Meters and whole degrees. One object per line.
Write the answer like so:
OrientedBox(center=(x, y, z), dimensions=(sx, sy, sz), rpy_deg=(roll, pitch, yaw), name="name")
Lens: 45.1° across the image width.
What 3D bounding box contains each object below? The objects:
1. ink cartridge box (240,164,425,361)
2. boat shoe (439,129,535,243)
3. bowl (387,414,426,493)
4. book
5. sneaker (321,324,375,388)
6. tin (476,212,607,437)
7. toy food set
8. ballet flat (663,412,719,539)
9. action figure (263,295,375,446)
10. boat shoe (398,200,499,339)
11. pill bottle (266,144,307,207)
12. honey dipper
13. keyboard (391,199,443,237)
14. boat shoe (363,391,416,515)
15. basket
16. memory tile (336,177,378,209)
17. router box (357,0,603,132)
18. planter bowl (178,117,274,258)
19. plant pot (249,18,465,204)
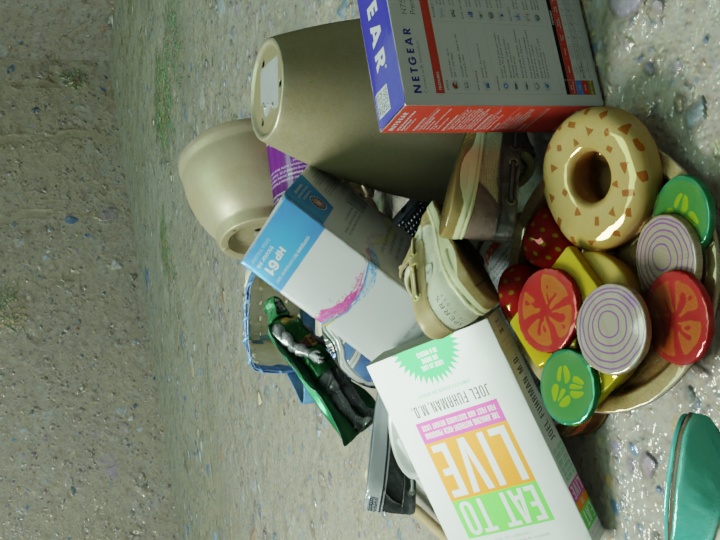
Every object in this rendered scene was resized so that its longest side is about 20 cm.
OrientedBox(center=(0.000, 0.000, 0.833), dimensions=(0.085, 0.198, 0.145), rpy_deg=(-53, 5, 20), name="ink cartridge box")
OrientedBox(center=(0.112, -0.088, 0.716), dimensions=(0.074, 0.063, 0.202), rpy_deg=(109, -178, -47), name="boat shoe")
OrientedBox(center=(0.085, 0.150, 0.846), dimensions=(0.200, 0.092, 0.206), rpy_deg=(177, 90, -68), name="bowl")
OrientedBox(center=(0.104, 0.145, 0.727), dimensions=(0.132, 0.048, 0.203), rpy_deg=(-25, 93, 39), name="book")
OrientedBox(center=(-0.008, 0.051, 1.033), dimensions=(0.203, 0.076, 0.076), rpy_deg=(61, -155, -14), name="sneaker")
OrientedBox(center=(0.151, 0.043, 0.741), dimensions=(0.113, 0.041, 0.204), rpy_deg=(-56, 43, 50), name="tin")
OrientedBox(center=(0.172, 0.003, 0.621), dimensions=(0.202, 0.048, 0.200), rpy_deg=(-59, 43, 33), name="toy food set")
OrientedBox(center=(0.230, 0.192, 0.557), dimensions=(0.069, 0.067, 0.205), rpy_deg=(13, 107, 41), name="ballet flat")
OrientedBox(center=(-0.053, 0.112, 1.064), dimensions=(0.200, 0.118, 0.055), rpy_deg=(48, 111, 10), name="action figure")
OrientedBox(center=(0.064, -0.003, 0.733), dimensions=(0.074, 0.066, 0.200), rpy_deg=(47, -168, -11), name="boat shoe")
OrientedBox(center=(-0.062, -0.112, 1.130), dimensions=(0.112, 0.110, 0.205), rpy_deg=(152, 112, -65), name="pill bottle")
OrientedBox(center=(0.061, 0.275, 0.997), dimensions=(0.199, 0.037, 0.039), rpy_deg=(-152, 60, -62), name="honey dipper")
OrientedBox(center=(0.048, -0.024, 0.974), dimensions=(0.200, 0.039, 0.107), rpy_deg=(130, 132, -61), name="keyboard")
OrientedBox(center=(0.048, 0.172, 0.971), dimensions=(0.074, 0.066, 0.203), rpy_deg=(97, -179, -51), name="boat shoe")
OrientedBox(center=(-0.096, 0.065, 1.205), dimensions=(0.200, 0.136, 0.181), rpy_deg=(-127, 38, -65), name="basket")
OrientedBox(center=(-0.020, -0.132, 0.990), dimensions=(0.200, 0.016, 0.157), rpy_deg=(37, -139, -64), name="memory tile")
OrientedBox(center=(0.085, -0.211, 0.673), dimensions=(0.049, 0.175, 0.205), rpy_deg=(146, 118, -63), name="router box")
OrientedBox(center=(-0.153, -0.103, 1.239), dimensions=(0.201, 0.196, 0.138), rpy_deg=(125, 135, -56), name="planter bowl")
OrientedBox(center=(-0.001, -0.166, 0.841), dimensions=(0.186, 0.196, 0.193), rpy_deg=(-8, 81, 63), name="plant pot")
